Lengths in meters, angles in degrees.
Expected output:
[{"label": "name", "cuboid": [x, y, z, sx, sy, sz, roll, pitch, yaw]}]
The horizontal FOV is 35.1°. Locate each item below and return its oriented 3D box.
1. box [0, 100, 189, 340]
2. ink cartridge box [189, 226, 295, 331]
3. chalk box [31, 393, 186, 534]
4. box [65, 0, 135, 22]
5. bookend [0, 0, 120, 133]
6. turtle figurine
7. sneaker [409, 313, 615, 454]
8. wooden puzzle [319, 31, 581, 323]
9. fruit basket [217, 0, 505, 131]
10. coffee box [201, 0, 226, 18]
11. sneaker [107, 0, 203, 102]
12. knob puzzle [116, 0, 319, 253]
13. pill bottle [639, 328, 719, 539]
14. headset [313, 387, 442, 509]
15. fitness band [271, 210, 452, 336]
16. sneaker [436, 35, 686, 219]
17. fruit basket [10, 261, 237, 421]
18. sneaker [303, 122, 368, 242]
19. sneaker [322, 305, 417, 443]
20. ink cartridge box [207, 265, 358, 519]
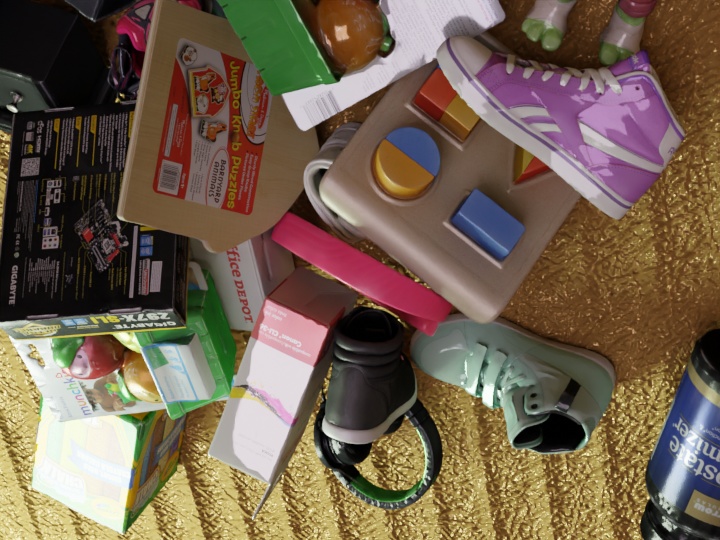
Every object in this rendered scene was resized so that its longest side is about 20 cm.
[{"label": "box", "cuboid": [-0.227, -0.046, 0.982, 0.157, 0.204, 0.049, -4, 158, 5]}, {"label": "ink cartridge box", "cuboid": [-0.172, -0.029, 1.095, 0.196, 0.085, 0.148, 6, 133, 17]}, {"label": "chalk box", "cuboid": [-0.270, 0.187, 1.232, 0.123, 0.124, 0.203, 21, 120, 11]}, {"label": "box", "cuboid": [-0.228, -0.344, 0.970, 0.147, 0.104, 0.201, 35, 122, 2]}, {"label": "bookend", "cuboid": [-0.342, -0.214, 1.026, 0.197, 0.093, 0.199, 17, 159, 12]}, {"label": "turtle figurine", "cuboid": [0.197, -0.226, 0.821, 0.202, 0.142, 0.195, 61, 150, 31]}, {"label": "sneaker", "cuboid": [0.127, 0.104, 1.039, 0.197, 0.118, 0.075, 11, 120, 18]}, {"label": "wooden puzzle", "cuboid": [0.092, -0.089, 0.939, 0.184, 0.046, 0.201, 37, 80, 0]}, {"label": "fruit basket", "cuboid": [-0.011, -0.237, 0.910, 0.198, 0.094, 0.187, -28, 107, 13]}, {"label": "coffee box", "cuboid": [-0.075, -0.264, 0.983, 0.198, 0.044, 0.124, -30, 101, 30]}, {"label": "sneaker", "cuboid": [-0.195, -0.174, 1.034, 0.080, 0.075, 0.201, 36, 145, 14]}, {"label": "knob puzzle", "cuboid": [-0.114, -0.115, 0.971, 0.030, 0.218, 0.223, 7, 120, 44]}, {"label": "pill bottle", "cuboid": [0.315, 0.162, 0.996, 0.110, 0.112, 0.203, 19, 120, 12]}, {"label": "headset", "cuboid": [-0.008, 0.150, 1.128, 0.201, 0.094, 0.124, 50, 122, 7]}, {"label": "fitness band", "cuboid": [0.000, 0.000, 1.014, 0.143, 0.199, 0.038, 32, 88, -36]}, {"label": "sneaker", "cuboid": [0.161, -0.144, 0.881, 0.199, 0.073, 0.115, 34, 117, -9]}, {"label": "fruit basket", "cuboid": [-0.220, 0.075, 1.050, 0.196, 0.095, 0.187, -11, 132, 2]}, {"label": "sneaker", "cuboid": [0.032, -0.037, 1.010, 0.199, 0.116, 0.074, 40, 120, -2]}, {"label": "sneaker", "cuboid": [0.019, 0.076, 1.031, 0.069, 0.200, 0.101, 13, 105, 11]}, {"label": "ink cartridge box", "cuboid": [-0.076, 0.110, 1.038, 0.067, 0.116, 0.203, 23, 107, 6]}]
